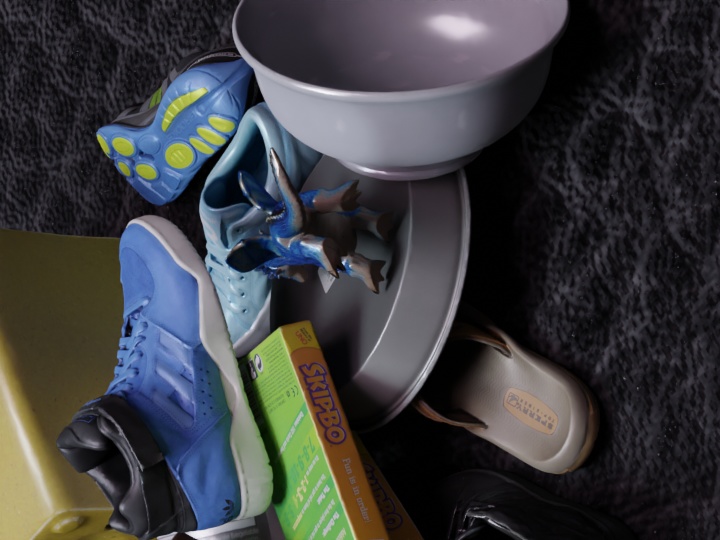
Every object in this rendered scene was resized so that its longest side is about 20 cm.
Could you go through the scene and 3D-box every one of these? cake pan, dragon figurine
[{"bbox_3d":[0.000,0.000,1.474,0.200,0.037,0.201,-36,47,51],"label":"cake pan"},{"bbox_3d":[-0.045,-0.026,1.382,0.099,0.200,0.059,6,83,23],"label":"dragon figurine"}]

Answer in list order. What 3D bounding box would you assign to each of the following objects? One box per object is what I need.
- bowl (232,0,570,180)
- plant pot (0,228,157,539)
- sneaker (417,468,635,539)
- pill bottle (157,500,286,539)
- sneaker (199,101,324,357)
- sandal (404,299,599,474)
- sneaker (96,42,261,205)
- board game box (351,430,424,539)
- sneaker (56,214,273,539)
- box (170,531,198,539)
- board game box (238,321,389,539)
[{"bbox_3d":[0.026,-0.115,1.408,0.201,0.201,0.091,32,137,42],"label":"bowl"},{"bbox_3d":[-0.215,0.111,1.619,0.194,0.195,0.200,-45,57,36],"label":"plant pot"},{"bbox_3d":[0.081,0.157,1.379,0.199,0.104,0.060,11,97,46],"label":"sneaker"},{"bbox_3d":[-0.075,0.163,1.525,0.114,0.114,0.201,-19,80,44],"label":"pill bottle"},{"bbox_3d":[-0.082,-0.030,1.570,0.074,0.082,0.200,41,120,40],"label":"sneaker"},{"bbox_3d":[0.060,0.066,1.440,0.200,0.054,0.081,27,108,43],"label":"sandal"},{"bbox_3d":[-0.117,-0.104,1.625,0.071,0.083,0.199,49,147,-7],"label":"sneaker"},{"bbox_3d":[0.030,0.186,1.451,0.200,0.030,0.096,54,165,30],"label":"board game box"},{"bbox_3d":[-0.136,0.066,1.439,0.077,0.111,0.201,-40,67,62],"label":"sneaker"},{"bbox_3d":[-0.115,0.251,1.369,0.100,0.200,0.075,25,131,13],"label":"box"},{"bbox_3d":[-0.023,0.139,1.423,0.096,0.030,0.201,-39,66,61],"label":"board game box"}]
